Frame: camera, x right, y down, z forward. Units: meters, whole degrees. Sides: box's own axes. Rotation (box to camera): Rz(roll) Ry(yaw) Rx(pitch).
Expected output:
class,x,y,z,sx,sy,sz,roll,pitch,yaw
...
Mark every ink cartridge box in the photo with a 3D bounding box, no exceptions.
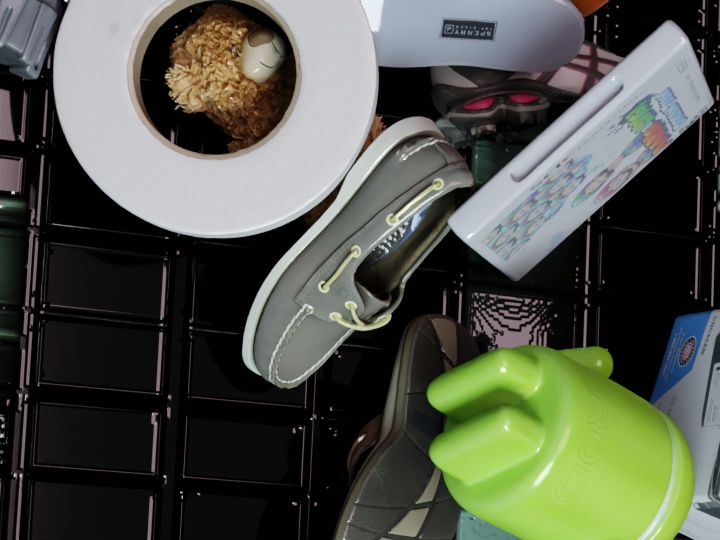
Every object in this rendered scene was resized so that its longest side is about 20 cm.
class,x,y,z,sx,sy,sz,roll,pitch,yaw
ink cartridge box,0.275,0.099,1.680,0.084,0.200,0.145,26,73,-22

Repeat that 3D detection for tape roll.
class,x,y,z,sx,sy,sz,roll,pitch,yaw
tape roll,-0.089,-0.120,1.558,0.203,0.037,0.203,0,87,3

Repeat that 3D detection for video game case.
class,x,y,z,sx,sy,sz,roll,pitch,yaw
video game case,0.145,-0.071,1.613,0.182,0.200,0.024,-42,76,4

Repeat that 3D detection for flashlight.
class,x,y,z,sx,sy,sz,roll,pitch,yaw
flashlight,-0.196,-0.225,1.566,0.068,0.068,0.200,19,75,7

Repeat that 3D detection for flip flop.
class,x,y,z,sx,sy,sz,roll,pitch,yaw
flip flop,0.025,0.118,1.639,0.081,0.058,0.200,34,54,-28

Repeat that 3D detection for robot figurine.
class,x,y,z,sx,sy,sz,roll,pitch,yaw
robot figurine,0.132,0.121,1.616,0.200,0.116,0.176,28,45,-37

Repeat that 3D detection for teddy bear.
class,x,y,z,sx,sy,sz,roll,pitch,yaw
teddy bear,-0.033,-0.090,1.627,0.145,0.067,0.200,-34,99,-28

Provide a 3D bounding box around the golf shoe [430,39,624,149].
class,x,y,z,sx,sy,sz,roll,pitch,yaw
golf shoe,0.140,-0.136,1.716,0.200,0.077,0.088,-5,79,-27

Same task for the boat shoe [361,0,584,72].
class,x,y,z,sx,sy,sz,roll,pitch,yaw
boat shoe,0.044,-0.174,1.636,0.199,0.068,0.074,2,115,-13

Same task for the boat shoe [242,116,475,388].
class,x,y,z,sx,sy,sz,roll,pitch,yaw
boat shoe,-0.002,0.000,1.578,0.072,0.060,0.202,10,122,-50

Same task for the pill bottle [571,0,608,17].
class,x,y,z,sx,sy,sz,roll,pitch,yaw
pill bottle,0.099,-0.259,1.692,0.200,0.106,0.106,43,68,-15
